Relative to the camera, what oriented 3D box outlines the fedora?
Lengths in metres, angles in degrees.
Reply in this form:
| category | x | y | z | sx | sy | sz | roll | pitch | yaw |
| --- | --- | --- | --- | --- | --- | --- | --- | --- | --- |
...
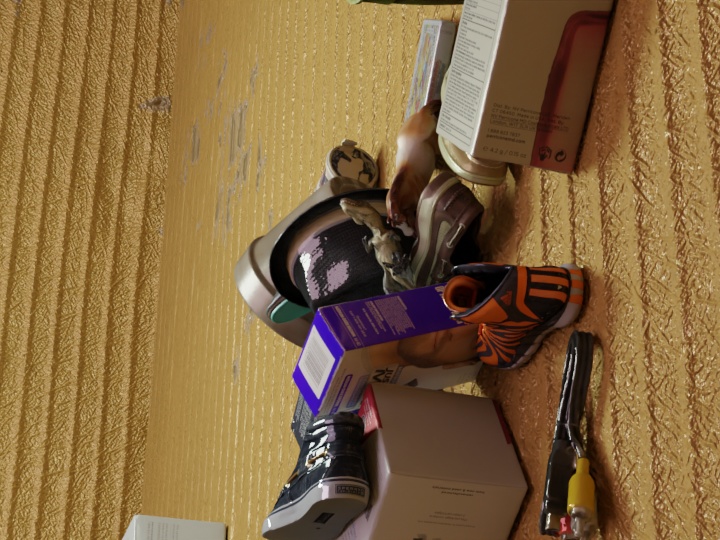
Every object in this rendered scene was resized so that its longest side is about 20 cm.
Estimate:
| category | x | y | z | sx | sy | sz | roll | pitch | yaw |
| --- | --- | --- | --- | --- | --- | --- | --- | --- | --- |
| fedora | 0.000 | 0.000 | 1.736 | 0.092 | 0.200 | 0.201 | -111 | 32 | -44 |

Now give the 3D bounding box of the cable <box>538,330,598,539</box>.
| category | x | y | z | sx | sy | sz | roll | pitch | yaw |
| --- | --- | --- | --- | --- | --- | --- | --- | --- | --- |
| cable | 0.192 | 0.157 | 1.343 | 0.097 | 0.050 | 0.201 | 93 | -171 | -62 |

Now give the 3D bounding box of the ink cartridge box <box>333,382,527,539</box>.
| category | x | y | z | sx | sy | sz | roll | pitch | yaw |
| --- | --- | --- | --- | --- | --- | --- | --- | --- | --- |
| ink cartridge box | 0.058 | 0.241 | 1.530 | 0.146 | 0.144 | 0.201 | -106 | 29 | -56 |

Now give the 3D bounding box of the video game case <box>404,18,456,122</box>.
| category | x | y | z | sx | sy | sz | roll | pitch | yaw |
| --- | --- | --- | --- | --- | --- | --- | --- | --- | --- |
| video game case | 0.077 | -0.210 | 1.837 | 0.200 | 0.023 | 0.183 | -111 | 31 | -80 |

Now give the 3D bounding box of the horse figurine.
| category | x | y | z | sx | sy | sz | roll | pitch | yaw |
| --- | --- | --- | --- | --- | --- | --- | --- | --- | --- |
| horse figurine | 0.072 | -0.112 | 1.691 | 0.050 | 0.133 | 0.201 | 1 | 64 | 33 |

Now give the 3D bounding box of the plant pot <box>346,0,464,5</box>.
| category | x | y | z | sx | sy | sz | roll | pitch | yaw |
| --- | --- | --- | --- | --- | --- | --- | --- | --- | --- |
| plant pot | 0.099 | -0.362 | 1.597 | 0.200 | 0.192 | 0.201 | -172 | 90 | -74 |

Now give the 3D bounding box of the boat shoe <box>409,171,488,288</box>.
| category | x | y | z | sx | sy | sz | roll | pitch | yaw |
| --- | --- | --- | --- | --- | --- | --- | --- | --- | --- |
| boat shoe | 0.098 | -0.014 | 1.647 | 0.075 | 0.075 | 0.203 | -45 | -25 | -25 |

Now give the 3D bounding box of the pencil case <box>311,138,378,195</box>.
| category | x | y | z | sx | sy | sz | roll | pitch | yaw |
| --- | --- | --- | --- | --- | --- | --- | --- | --- | --- |
| pencil case | -0.037 | -0.092 | 2.136 | 0.200 | 0.077 | 0.090 | 117 | 141 | -49 |

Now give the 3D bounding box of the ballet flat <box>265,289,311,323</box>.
| category | x | y | z | sx | sy | sz | roll | pitch | yaw |
| --- | --- | --- | --- | --- | --- | --- | --- | --- | --- |
| ballet flat | -0.033 | -0.009 | 1.837 | 0.200 | 0.073 | 0.073 | -30 | 34 | 10 |

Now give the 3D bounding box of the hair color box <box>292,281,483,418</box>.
| category | x | y | z | sx | sy | sz | roll | pitch | yaw |
| --- | --- | --- | --- | --- | --- | --- | --- | --- | --- |
| hair color box | 0.040 | 0.078 | 1.562 | 0.065 | 0.199 | 0.110 | 56 | 143 | 31 |

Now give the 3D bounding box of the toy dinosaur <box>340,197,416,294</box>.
| category | x | y | z | sx | sy | sz | roll | pitch | yaw |
| --- | --- | --- | --- | --- | --- | --- | --- | --- | --- |
| toy dinosaur | 0.040 | 0.010 | 1.622 | 0.088 | 0.047 | 0.201 | -87 | -29 | -74 |

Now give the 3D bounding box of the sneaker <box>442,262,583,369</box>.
| category | x | y | z | sx | sy | sz | roll | pitch | yaw |
| --- | --- | --- | --- | --- | --- | --- | --- | --- | --- |
| sneaker | 0.125 | 0.035 | 1.460 | 0.200 | 0.112 | 0.078 | 126 | 149 | -60 |

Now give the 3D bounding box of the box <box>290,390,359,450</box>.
| category | x | y | z | sx | sy | sz | roll | pitch | yaw |
| --- | --- | --- | --- | --- | --- | --- | --- | --- | --- |
| box | 0.018 | 0.178 | 1.697 | 0.200 | 0.147 | 0.105 | -127 | 48 | -66 |

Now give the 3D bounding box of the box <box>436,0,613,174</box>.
| category | x | y | z | sx | sy | sz | roll | pitch | yaw |
| --- | --- | --- | --- | --- | --- | --- | --- | --- | --- |
| box | 0.158 | -0.208 | 1.471 | 0.128 | 0.108 | 0.201 | -130 | 50 | -69 |

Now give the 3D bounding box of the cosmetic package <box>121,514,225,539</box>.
| category | x | y | z | sx | sy | sz | roll | pitch | yaw |
| --- | --- | --- | --- | --- | --- | --- | --- | --- | --- |
| cosmetic package | -0.340 | 0.547 | 2.703 | 0.200 | 0.166 | 0.168 | 123 | 150 | -57 |

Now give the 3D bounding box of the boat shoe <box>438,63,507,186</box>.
| category | x | y | z | sx | sy | sz | roll | pitch | yaw |
| --- | --- | --- | --- | --- | --- | --- | --- | --- | --- |
| boat shoe | 0.125 | -0.170 | 1.638 | 0.201 | 0.073 | 0.063 | -89 | 12 | -48 |

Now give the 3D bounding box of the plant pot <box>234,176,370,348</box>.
| category | x | y | z | sx | sy | sz | roll | pitch | yaw |
| --- | --- | --- | --- | --- | --- | --- | --- | --- | --- |
| plant pot | -0.034 | -0.018 | 1.947 | 0.174 | 0.199 | 0.200 | -55 | 27 | 24 |

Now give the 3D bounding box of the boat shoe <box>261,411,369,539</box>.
| category | x | y | z | sx | sy | sz | roll | pitch | yaw |
| --- | --- | --- | --- | --- | --- | --- | --- | --- | --- |
| boat shoe | -0.041 | 0.209 | 1.516 | 0.200 | 0.071 | 0.091 | 136 | 141 | -56 |
